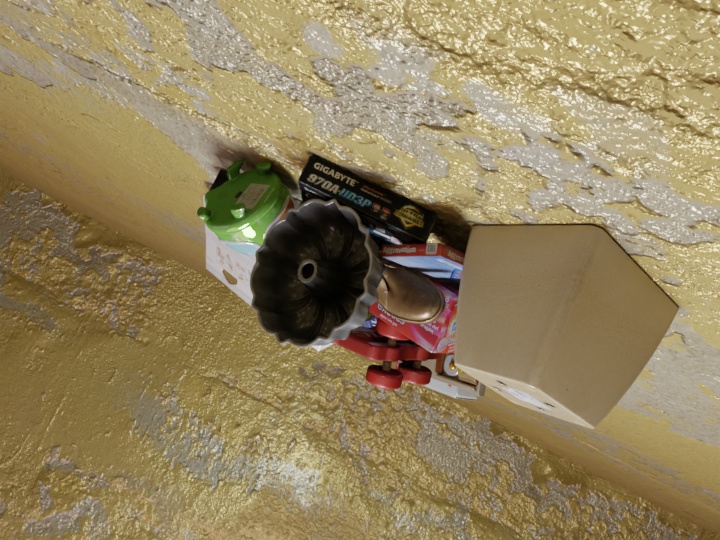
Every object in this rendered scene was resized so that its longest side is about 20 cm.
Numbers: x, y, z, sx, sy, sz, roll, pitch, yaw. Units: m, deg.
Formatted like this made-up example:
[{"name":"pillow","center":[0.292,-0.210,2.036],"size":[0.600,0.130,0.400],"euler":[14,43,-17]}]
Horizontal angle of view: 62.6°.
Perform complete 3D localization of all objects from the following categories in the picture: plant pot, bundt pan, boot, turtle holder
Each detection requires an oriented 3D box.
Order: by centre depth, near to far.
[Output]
[{"name":"plant pot","center":[0.229,0.073,0.732],"size":[0.198,0.180,0.199],"euler":[33,166,-30]},{"name":"bundt pan","center":[-0.053,0.010,0.813],"size":[0.199,0.206,0.075],"euler":[17,174,34]},{"name":"boot","center":[0.036,0.012,0.862],"size":[0.199,0.074,0.075],"euler":[32,174,37]},{"name":"turtle holder","center":[-0.189,-0.085,0.974],"size":[0.182,0.143,0.132],"euler":[-17,133,22]}]

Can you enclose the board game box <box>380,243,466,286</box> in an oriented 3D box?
[{"name":"board game box","center":[0.129,-0.005,0.844],"size":[0.102,0.020,0.198],"euler":[3,169,43]}]

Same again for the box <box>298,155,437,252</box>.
[{"name":"box","center":[0.008,-0.080,0.875],"size":[0.197,0.047,0.159],"euler":[25,167,6]}]

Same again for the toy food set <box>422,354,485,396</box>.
[{"name":"toy food set","center":[0.193,0.166,1.224],"size":[0.059,0.147,0.199],"euler":[12,177,-31]}]

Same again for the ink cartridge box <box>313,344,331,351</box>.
[{"name":"ink cartridge box","center":[-0.083,0.059,1.229],"size":[0.198,0.131,0.124],"euler":[35,-151,25]}]

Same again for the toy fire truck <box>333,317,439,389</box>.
[{"name":"toy fire truck","center":[0.047,0.133,1.091],"size":[0.197,0.115,0.166],"euler":[5,-170,-45]}]

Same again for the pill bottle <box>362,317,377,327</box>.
[{"name":"pill bottle","center":[0.075,0.086,1.247],"size":[0.110,0.113,0.198],"euler":[35,165,-36]}]

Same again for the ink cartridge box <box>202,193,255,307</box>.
[{"name":"ink cartridge box","center":[-0.255,-0.046,1.224],"size":[0.199,0.044,0.180],"euler":[32,129,37]}]

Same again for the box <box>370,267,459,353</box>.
[{"name":"box","center":[0.090,0.048,0.971],"size":[0.099,0.097,0.199],"euler":[10,-164,-47]}]

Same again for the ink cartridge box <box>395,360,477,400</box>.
[{"name":"ink cartridge box","center":[0.185,0.197,1.355],"size":[0.082,0.149,0.198],"euler":[17,176,-40]}]

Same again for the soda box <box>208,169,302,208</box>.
[{"name":"soda box","center":[-0.180,-0.113,1.087],"size":[0.197,0.064,0.071],"euler":[23,167,15]}]

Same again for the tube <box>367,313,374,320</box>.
[{"name":"tube","center":[0.000,0.000,1.066],"size":[0.057,0.052,0.203],"euler":[-9,126,-2]}]

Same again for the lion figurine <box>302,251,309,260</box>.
[{"name":"lion figurine","center":[-0.061,-0.016,0.953],"size":[0.071,0.125,0.200],"euler":[-12,-175,8]}]
